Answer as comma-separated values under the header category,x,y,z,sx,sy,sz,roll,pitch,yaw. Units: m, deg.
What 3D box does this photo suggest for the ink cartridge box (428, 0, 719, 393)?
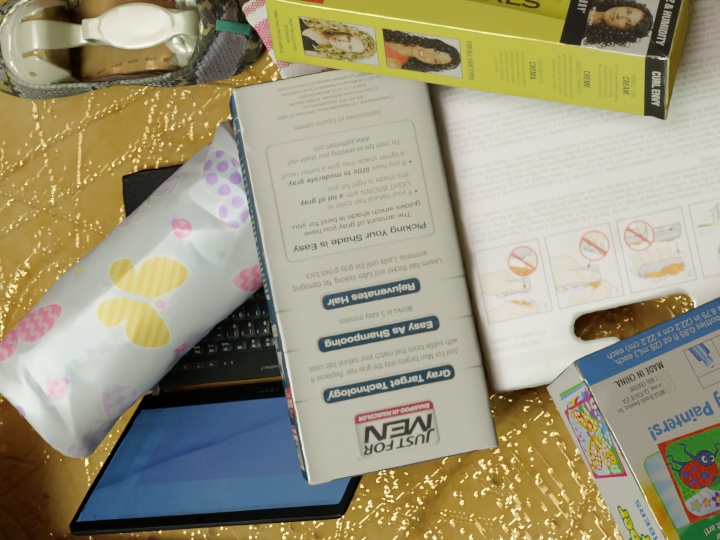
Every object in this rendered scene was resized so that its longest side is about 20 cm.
category,x,y,z,sx,sy,sz,roll,pitch,yaw
ink cartridge box,0.124,-0.051,1.202,0.159,0.047,0.201,-12,87,10

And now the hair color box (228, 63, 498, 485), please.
category,x,y,z,sx,sy,sz,roll,pitch,yaw
hair color box,0.000,0.000,1.196,0.100,0.061,0.201,-11,88,-5

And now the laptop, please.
category,x,y,z,sx,sy,sz,roll,pitch,yaw
laptop,-0.073,0.035,1.298,0.177,0.103,0.201,-7,88,27

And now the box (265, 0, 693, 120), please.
category,x,y,z,sx,sy,sz,roll,pitch,yaw
box,0.059,-0.129,1.155,0.199,0.050,0.075,11,57,13

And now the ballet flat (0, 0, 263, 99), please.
category,x,y,z,sx,sy,sz,roll,pitch,yaw
ballet flat,-0.153,-0.136,1.355,0.199,0.072,0.072,-2,91,28

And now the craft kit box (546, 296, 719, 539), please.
category,x,y,z,sx,sy,sz,roll,pitch,yaw
craft kit box,0.217,0.100,1.106,0.198,0.199,0.049,63,156,14

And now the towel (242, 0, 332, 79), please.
category,x,y,z,sx,sy,sz,roll,pitch,yaw
towel,0.040,-0.096,1.257,0.146,0.030,0.201,-30,77,9

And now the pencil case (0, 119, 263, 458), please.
category,x,y,z,sx,sy,sz,roll,pitch,yaw
pencil case,-0.111,0.011,1.276,0.200,0.091,0.083,-43,91,6
